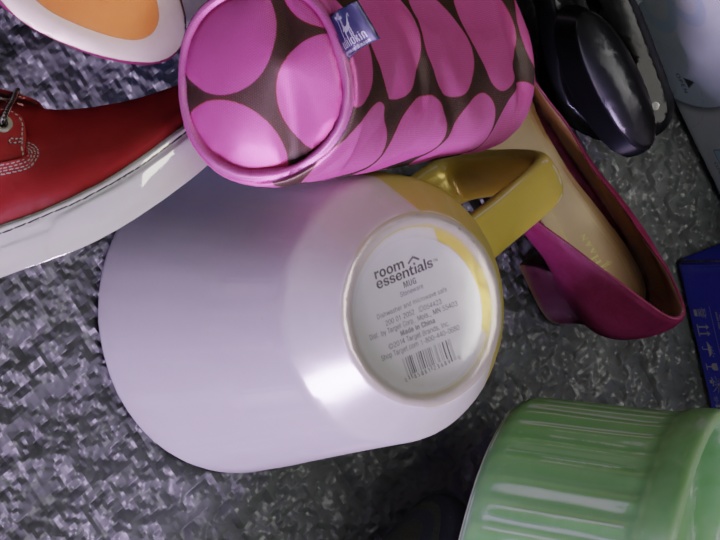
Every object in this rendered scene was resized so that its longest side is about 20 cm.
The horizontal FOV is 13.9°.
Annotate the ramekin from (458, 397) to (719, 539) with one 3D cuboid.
[{"bbox_3d":[0.104,0.154,1.358,0.200,0.097,0.201,10,90,-75],"label":"ramekin"}]

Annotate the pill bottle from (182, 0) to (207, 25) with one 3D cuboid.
[{"bbox_3d":[-0.054,-0.161,1.298,0.200,0.109,0.109,-11,96,-33],"label":"pill bottle"}]

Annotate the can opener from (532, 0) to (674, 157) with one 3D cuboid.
[{"bbox_3d":[0.100,-0.151,1.430,0.063,0.079,0.200,-24,94,-23],"label":"can opener"}]

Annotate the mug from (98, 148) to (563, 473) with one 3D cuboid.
[{"bbox_3d":[-0.008,0.001,1.303,0.149,0.153,0.187,32,73,-28],"label":"mug"}]

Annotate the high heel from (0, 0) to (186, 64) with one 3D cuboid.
[{"bbox_3d":[-0.158,-0.151,1.211,0.200,0.096,0.067,32,87,-10],"label":"high heel"}]

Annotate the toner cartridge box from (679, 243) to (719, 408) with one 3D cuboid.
[{"bbox_3d":[0.233,0.077,1.526,0.095,0.043,0.201,-20,101,-31],"label":"toner cartridge box"}]

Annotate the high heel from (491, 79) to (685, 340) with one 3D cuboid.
[{"bbox_3d":[0.089,-0.057,1.399,0.067,0.096,0.200,-41,111,-24],"label":"high heel"}]

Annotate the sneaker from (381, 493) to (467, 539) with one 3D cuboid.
[{"bbox_3d":[-0.024,0.159,1.343,0.200,0.074,0.081,-40,106,-29],"label":"sneaker"}]

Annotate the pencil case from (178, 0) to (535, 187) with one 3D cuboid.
[{"bbox_3d":[0.004,-0.088,1.229,0.200,0.091,0.094,-12,87,-66],"label":"pencil case"}]

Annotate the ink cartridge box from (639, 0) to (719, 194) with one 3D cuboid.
[{"bbox_3d":[0.219,-0.105,1.423,0.047,0.200,0.160,-36,108,-25],"label":"ink cartridge box"}]

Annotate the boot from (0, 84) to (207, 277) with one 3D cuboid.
[{"bbox_3d":[-0.165,-0.070,1.203,0.200,0.072,0.145,-21,102,8],"label":"boot"}]
